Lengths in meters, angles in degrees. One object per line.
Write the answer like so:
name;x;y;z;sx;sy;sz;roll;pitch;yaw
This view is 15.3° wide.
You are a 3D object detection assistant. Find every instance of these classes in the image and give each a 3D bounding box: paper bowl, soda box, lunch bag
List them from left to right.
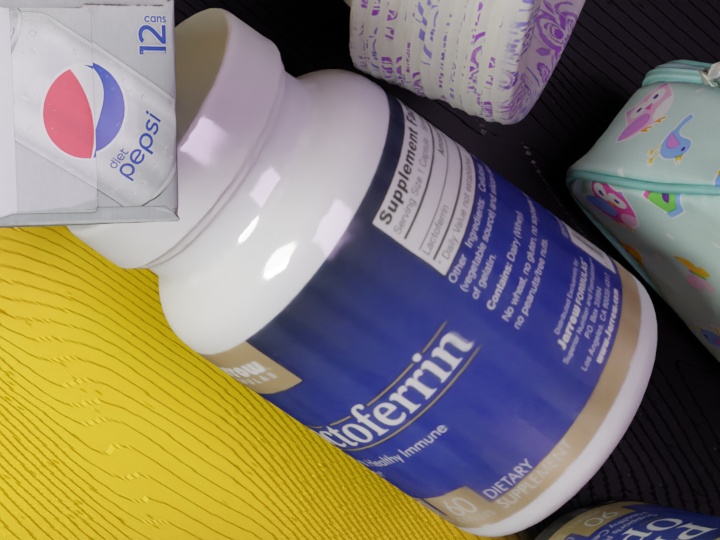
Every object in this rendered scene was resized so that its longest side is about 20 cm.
soda box;-0.121;-0.047;0.850;0.063;0.200;0.069;-2;92;-25
paper bowl;0.042;-0.161;0.940;0.104;0.201;0.202;21;80;8
lunch bag;0.177;0.002;1.027;0.077;0.160;0.200;-48;116;-12

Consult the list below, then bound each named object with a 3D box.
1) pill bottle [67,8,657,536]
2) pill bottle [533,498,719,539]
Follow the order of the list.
pill bottle;0.000;0.000;0.960;0.200;0.116;0.116;35;76;-22
pill bottle;0.141;0.149;0.985;0.111;0.200;0.113;-1;92;-26
